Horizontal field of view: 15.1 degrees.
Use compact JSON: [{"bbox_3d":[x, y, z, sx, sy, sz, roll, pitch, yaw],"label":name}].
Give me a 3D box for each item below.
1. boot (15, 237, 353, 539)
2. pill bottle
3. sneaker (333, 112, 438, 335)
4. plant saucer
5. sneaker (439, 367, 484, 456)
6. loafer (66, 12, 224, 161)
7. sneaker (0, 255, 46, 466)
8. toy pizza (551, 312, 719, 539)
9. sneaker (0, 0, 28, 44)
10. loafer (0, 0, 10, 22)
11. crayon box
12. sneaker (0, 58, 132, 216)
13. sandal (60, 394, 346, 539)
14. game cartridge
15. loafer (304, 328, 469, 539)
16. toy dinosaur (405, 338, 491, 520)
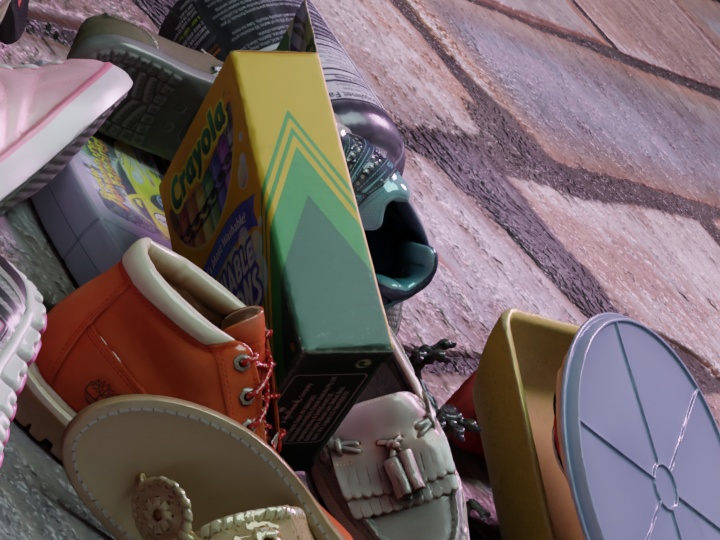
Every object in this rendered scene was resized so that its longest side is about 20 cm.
[{"bbox_3d":[-0.060,0.075,1.237,0.200,0.107,0.075,41,16,-12],"label":"boot"},{"bbox_3d":[-0.041,-0.086,1.636,0.106,0.106,0.200,23,27,-47],"label":"pill bottle"},{"bbox_3d":[0.000,0.000,1.469,0.086,0.078,0.200,32,-21,26],"label":"sneaker"},{"bbox_3d":[0.129,0.134,1.508,0.200,0.048,0.201,15,59,-56],"label":"plant saucer"},{"bbox_3d":[0.123,0.103,1.610,0.116,0.078,0.200,47,19,16],"label":"sneaker"},{"bbox_3d":[-0.079,-0.089,1.497,0.200,0.075,0.070,31,26,-33],"label":"loafer"},{"bbox_3d":[-0.187,0.032,1.107,0.087,0.074,0.200,43,22,-21],"label":"sneaker"},{"bbox_3d":[0.154,0.122,1.477,0.200,0.032,0.201,37,44,-46],"label":"toy pizza"},{"bbox_3d":[-0.255,-0.211,1.521,0.074,0.086,0.201,-82,148,-61],"label":"sneaker"},{"bbox_3d":[-0.238,-0.147,1.407,0.076,0.068,0.200,45,18,4],"label":"loafer"},{"bbox_3d":[-0.048,-0.017,1.336,0.051,0.126,0.201,0,59,-23],"label":"crayon box"},{"bbox_3d":[-0.190,-0.081,1.321,0.105,0.075,0.200,44,32,0],"label":"sneaker"},{"bbox_3d":[-0.040,0.136,1.183,0.212,0.078,0.070,42,11,-20],"label":"sandal"},{"bbox_3d":[-0.121,-0.031,1.456,0.133,0.041,0.200,23,26,-38],"label":"game cartridge"},{"bbox_3d":[0.001,0.069,1.358,0.063,0.071,0.201,91,-19,-48],"label":"loafer"},{"bbox_3d":[0.029,0.090,1.433,0.047,0.088,0.200,-4,44,-35],"label":"toy dinosaur"}]
